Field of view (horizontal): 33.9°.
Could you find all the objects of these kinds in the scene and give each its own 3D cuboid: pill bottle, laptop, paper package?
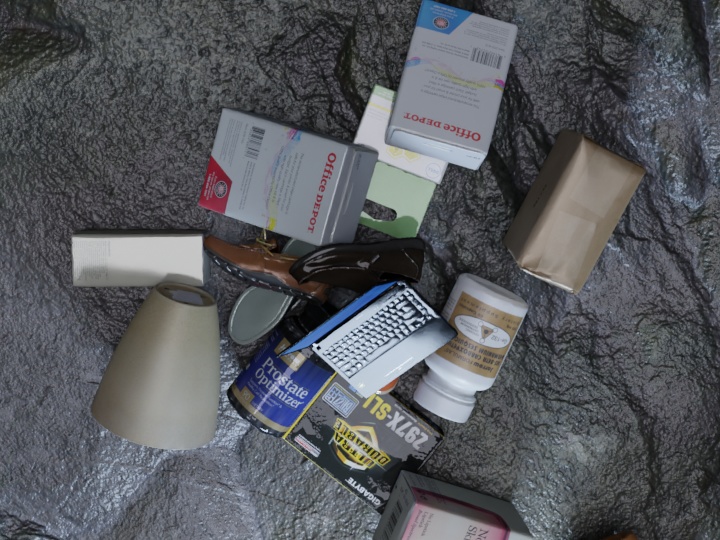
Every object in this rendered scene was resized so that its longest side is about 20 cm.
[{"bbox_3d":[-0.099,0.140,1.760,0.112,0.112,0.200,38,98,-4],"label":"pill bottle"},{"bbox_3d":[0.014,0.102,1.637,0.177,0.104,0.200,-35,118,19],"label":"laptop"},{"bbox_3d":[0.158,0.116,1.751,0.114,0.114,0.201,24,98,-2],"label":"pill bottle"},{"bbox_3d":[0.296,-0.088,1.679,0.103,0.191,0.201,26,99,-5],"label":"paper package"}]

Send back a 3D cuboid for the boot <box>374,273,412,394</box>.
[{"bbox_3d":[0.038,0.085,1.736,0.074,0.107,0.202,2,90,-14],"label":"boot"}]

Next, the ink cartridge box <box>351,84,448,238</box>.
[{"bbox_3d":[0.051,-0.155,1.748,0.144,0.048,0.201,21,96,-3],"label":"ink cartridge box"}]

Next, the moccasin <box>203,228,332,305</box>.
[{"bbox_3d":[-0.132,-0.016,1.708,0.200,0.074,0.078,16,75,17],"label":"moccasin"}]

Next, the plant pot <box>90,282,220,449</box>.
[{"bbox_3d":[-0.276,0.127,1.715,0.186,0.187,0.202,17,104,-1],"label":"plant pot"}]

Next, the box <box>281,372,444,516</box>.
[{"bbox_3d":[0.005,0.251,1.808,0.200,0.049,0.160,39,95,-4],"label":"box"}]

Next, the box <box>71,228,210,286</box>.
[{"bbox_3d":[-0.326,-0.020,1.764,0.198,0.068,0.083,1,99,1],"label":"box"}]

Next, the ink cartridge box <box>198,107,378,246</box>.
[{"bbox_3d":[-0.099,-0.131,1.678,0.199,0.144,0.146,20,98,18],"label":"ink cartridge box"}]

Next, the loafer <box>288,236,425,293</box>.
[{"bbox_3d":[0.000,0.000,1.647,0.198,0.073,0.072,-8,81,-11],"label":"loafer"}]

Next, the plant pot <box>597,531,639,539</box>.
[{"bbox_3d":[0.376,0.482,1.773,0.199,0.200,0.141,-24,81,4],"label":"plant pot"}]

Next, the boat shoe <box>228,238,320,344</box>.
[{"bbox_3d":[-0.119,0.030,1.771,0.200,0.060,0.076,-47,75,9],"label":"boat shoe"}]

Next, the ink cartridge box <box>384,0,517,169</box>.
[{"bbox_3d":[0.127,-0.261,1.679,0.143,0.085,0.202,16,76,-2],"label":"ink cartridge box"}]

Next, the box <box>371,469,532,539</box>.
[{"bbox_3d":[0.136,0.402,1.773,0.199,0.109,0.129,19,102,-15],"label":"box"}]
